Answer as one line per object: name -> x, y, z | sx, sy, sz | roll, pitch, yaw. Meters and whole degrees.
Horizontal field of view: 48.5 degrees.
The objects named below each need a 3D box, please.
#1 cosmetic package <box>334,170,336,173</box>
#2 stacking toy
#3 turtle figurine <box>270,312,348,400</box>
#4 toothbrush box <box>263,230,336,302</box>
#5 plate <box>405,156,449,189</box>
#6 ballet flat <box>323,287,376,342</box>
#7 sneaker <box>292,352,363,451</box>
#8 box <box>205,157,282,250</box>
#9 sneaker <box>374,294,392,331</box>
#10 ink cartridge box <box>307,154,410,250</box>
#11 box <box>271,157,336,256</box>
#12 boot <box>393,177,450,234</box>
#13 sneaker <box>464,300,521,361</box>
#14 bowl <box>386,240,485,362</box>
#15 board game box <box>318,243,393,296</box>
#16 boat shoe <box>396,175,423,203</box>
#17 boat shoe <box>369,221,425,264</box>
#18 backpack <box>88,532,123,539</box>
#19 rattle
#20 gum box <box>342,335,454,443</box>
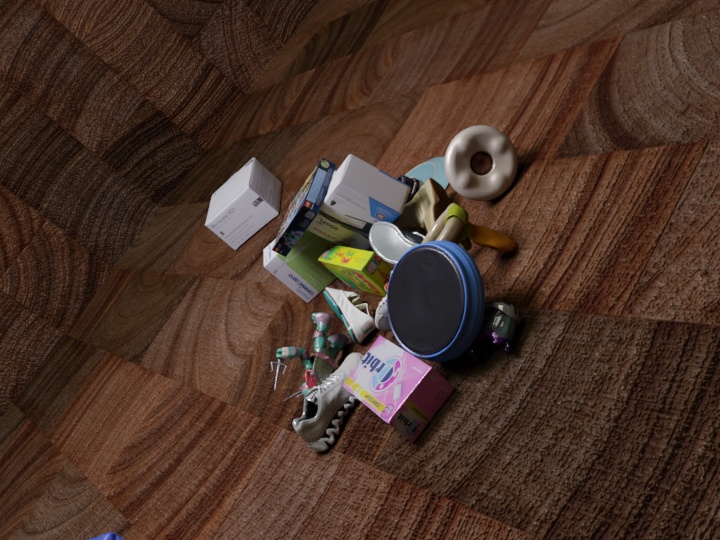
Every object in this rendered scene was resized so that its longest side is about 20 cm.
cosmetic package -> -0.056, -0.166, 2.020 | 0.104, 0.073, 0.200 | -44, 27, 8
stacking toy -> 0.226, -0.215, 1.635 | 0.146, 0.146, 0.200 | -49, 8, -1
turtle figurine -> -0.090, 0.185, 1.549 | 0.100, 0.150, 0.200 | 4, 45, 24
toothbrush box -> -0.105, -0.047, 1.849 | 0.200, 0.146, 0.086 | -42, 27, 15
plate -> 0.127, -0.189, 1.825 | 0.200, 0.026, 0.200 | -36, 30, 24
ballet flat -> -0.017, 0.082, 1.648 | 0.069, 0.069, 0.200 | -46, 30, 4
sneaker -> -0.053, 0.230, 1.472 | 0.075, 0.081, 0.200 | -11, 43, 54
box -> -0.357, -0.206, 2.465 | 0.199, 0.131, 0.200 | -37, 28, 22
sneaker -> 0.098, 0.079, 1.447 | 0.200, 0.078, 0.082 | -21, 38, 44
ink cartridge box -> -0.010, -0.130, 1.669 | 0.200, 0.144, 0.084 | -46, 21, 55
box -> -0.123, -0.133, 1.711 | 0.200, 0.038, 0.137 | -47, 21, 54
boot -> 0.116, -0.085, 1.650 | 0.155, 0.073, 0.200 | -40, 34, 26
sneaker -> 0.167, 0.108, 1.312 | 0.200, 0.074, 0.088 | -18, 44, 45
bowl -> 0.117, 0.050, 1.314 | 0.200, 0.039, 0.201 | -5, 84, 50
board game box -> 0.000, 0.000, 1.675 | 0.048, 0.102, 0.200 | -54, 27, -12
boat shoe -> 0.061, -0.135, 1.774 | 0.200, 0.060, 0.074 | -45, 39, 38
boat shoe -> 0.097, -0.039, 1.569 | 0.200, 0.060, 0.076 | 37, 114, 41
backpack -> -0.540, 0.626, 1.599 | 0.200, 0.163, 0.168 | -35, 7, 43
rattle -> 0.157, -0.012, 1.450 | 0.200, 0.143, 0.130 | -58, 25, 7
gum box -> 0.057, 0.196, 1.362 | 0.114, 0.066, 0.200 | -51, 27, -7
